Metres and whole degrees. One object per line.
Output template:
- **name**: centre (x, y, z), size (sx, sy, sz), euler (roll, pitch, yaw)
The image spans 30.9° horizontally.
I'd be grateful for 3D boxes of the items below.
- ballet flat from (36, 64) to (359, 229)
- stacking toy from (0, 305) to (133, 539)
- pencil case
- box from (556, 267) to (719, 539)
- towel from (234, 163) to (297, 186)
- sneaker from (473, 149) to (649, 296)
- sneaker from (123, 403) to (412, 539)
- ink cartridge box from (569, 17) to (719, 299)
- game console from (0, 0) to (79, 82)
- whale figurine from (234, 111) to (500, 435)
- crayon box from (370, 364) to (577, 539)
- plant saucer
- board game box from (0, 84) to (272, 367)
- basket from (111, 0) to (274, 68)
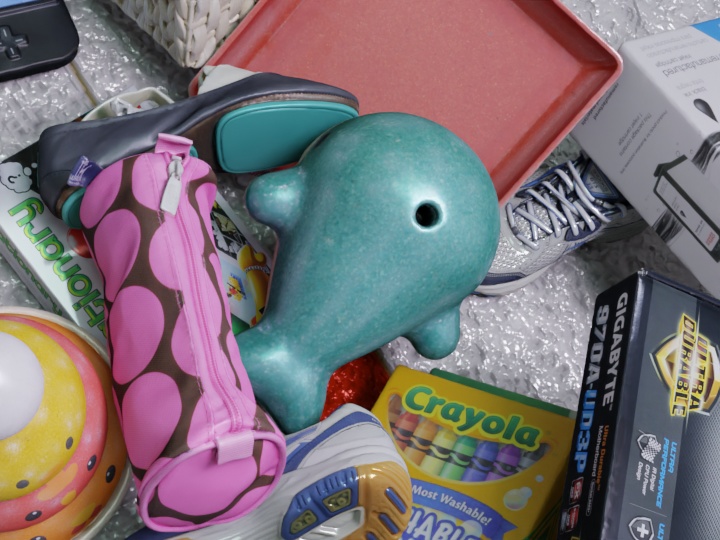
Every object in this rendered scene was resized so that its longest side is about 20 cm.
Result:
- **ballet flat**: centre (-0.099, -0.087, 0.775), size (0.199, 0.073, 0.073), euler (-20, 77, -19)
- **stacking toy**: centre (-0.180, 0.072, 0.636), size (0.145, 0.200, 0.147), euler (2, 76, -10)
- **pencil case**: centre (-0.095, 0.030, 0.683), size (0.091, 0.094, 0.201), euler (7, 51, -37)
- **box**: centre (0.183, 0.119, 0.666), size (0.159, 0.046, 0.201), euler (23, 62, -15)
- **towel**: centre (-0.009, -0.134, 0.896), size (0.146, 0.030, 0.201), euler (10, 66, -17)
- **sneaker**: centre (0.141, -0.048, 0.889), size (0.200, 0.085, 0.077), euler (-24, 79, -28)
- **sneaker**: centre (-0.067, 0.142, 0.722), size (0.199, 0.088, 0.075), euler (-22, 121, 2)
- **ink cartridge box**: centre (0.256, -0.062, 0.841), size (0.146, 0.084, 0.200), euler (-20, 62, -38)
- **game console**: centre (-0.273, -0.214, 0.773), size (0.175, 0.116, 0.201), euler (-19, 77, -27)
- **whale figurine**: centre (0.000, 0.000, 0.753), size (0.159, 0.104, 0.200), euler (41, 76, -13)
- **crayon box**: centre (0.049, 0.136, 0.759), size (0.125, 0.052, 0.200), euler (15, 56, 27)
- **plant saucer**: centre (0.028, -0.122, 0.827), size (0.200, 0.037, 0.200), euler (41, 97, -3)
- **board game box**: centre (-0.129, -0.002, 0.789), size (0.126, 0.035, 0.200), euler (-37, 86, -29)
- **basket**: centre (-0.082, -0.270, 0.807), size (0.198, 0.200, 0.161), euler (-36, 69, -29)
